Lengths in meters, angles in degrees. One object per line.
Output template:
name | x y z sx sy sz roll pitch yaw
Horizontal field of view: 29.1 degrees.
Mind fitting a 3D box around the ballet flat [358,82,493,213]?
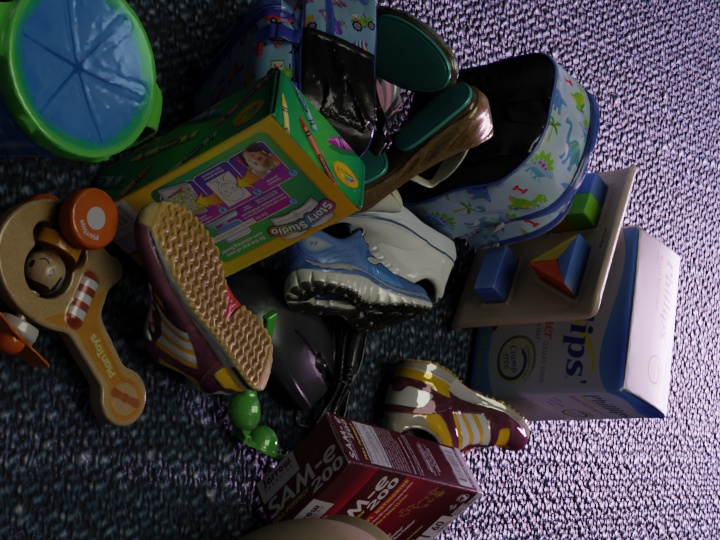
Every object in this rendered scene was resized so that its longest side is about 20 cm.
ballet flat | 0.039 -0.097 1.287 0.072 0.199 0.068 49 15 -37

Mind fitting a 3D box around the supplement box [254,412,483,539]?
supplement box | 0.011 0.205 1.295 0.199 0.109 0.061 21 31 -45

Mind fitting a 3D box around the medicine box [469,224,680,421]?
medicine box | 0.232 0.061 1.506 0.103 0.199 0.184 27 65 -43

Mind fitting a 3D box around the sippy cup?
sippy cup | -0.245 -0.142 1.043 0.140 0.129 0.179 -51 122 -40

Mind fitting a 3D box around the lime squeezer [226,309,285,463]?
lime squeezer | -0.085 0.133 1.248 0.071 0.037 0.202 -43 133 -36

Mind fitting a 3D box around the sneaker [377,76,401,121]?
sneaker | 0.008 -0.157 1.379 0.082 0.070 0.202 28 66 -40

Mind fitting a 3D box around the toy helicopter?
toy helicopter | -0.228 0.042 1.080 0.132 0.078 0.202 -45 121 -41

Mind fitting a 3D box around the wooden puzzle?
wooden puzzle | 0.186 -0.030 1.467 0.046 0.199 0.187 40 56 -33

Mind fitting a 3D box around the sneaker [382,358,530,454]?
sneaker | 0.096 0.165 1.442 0.199 0.075 0.091 31 70 -35

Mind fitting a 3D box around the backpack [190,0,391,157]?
backpack | -0.064 -0.171 1.223 0.133 0.182 0.202 18 58 -28

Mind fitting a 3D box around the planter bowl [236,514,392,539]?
planter bowl | -0.032 0.292 1.178 0.134 0.199 0.202 -35 110 -49

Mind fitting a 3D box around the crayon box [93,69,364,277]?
crayon box | -0.109 -0.065 1.131 0.119 0.199 0.059 45 32 -35

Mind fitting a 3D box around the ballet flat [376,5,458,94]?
ballet flat | 0.017 -0.224 1.317 0.072 0.199 0.073 -46 149 -39

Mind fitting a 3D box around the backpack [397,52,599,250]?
backpack | 0.149 -0.124 1.431 0.147 0.199 0.185 35 59 -35

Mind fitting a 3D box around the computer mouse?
computer mouse | -0.059 0.067 1.285 0.200 0.052 0.140 38 59 -39

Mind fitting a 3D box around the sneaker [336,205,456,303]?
sneaker | 0.030 -0.019 1.383 0.199 0.073 0.072 23 67 -44

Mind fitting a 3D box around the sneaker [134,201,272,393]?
sneaker | -0.149 0.031 1.128 0.075 0.089 0.201 -74 147 -45

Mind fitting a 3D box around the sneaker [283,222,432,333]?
sneaker | 0.000 0.000 1.299 0.199 0.078 0.090 23 52 -53

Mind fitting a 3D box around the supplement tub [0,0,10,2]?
supplement tub | -0.231 -0.305 1.088 0.122 0.122 0.203 10 76 -47
